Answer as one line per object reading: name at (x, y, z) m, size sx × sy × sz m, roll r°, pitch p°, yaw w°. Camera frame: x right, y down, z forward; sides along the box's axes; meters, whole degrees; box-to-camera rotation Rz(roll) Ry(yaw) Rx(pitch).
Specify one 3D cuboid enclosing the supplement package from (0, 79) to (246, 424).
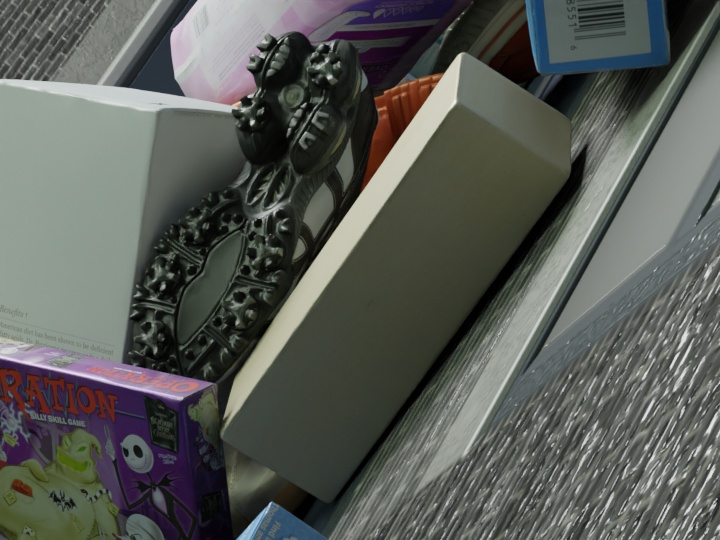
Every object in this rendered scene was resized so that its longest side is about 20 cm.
supplement package at (-0.125, 0.007, 1.481) m, size 0.117 × 0.117 × 0.200 m, roll 1°, pitch -80°, yaw -53°

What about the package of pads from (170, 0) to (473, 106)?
package of pads at (-0.006, -0.153, 1.518) m, size 0.120 × 0.076 × 0.200 m, roll -4°, pitch -25°, yaw -36°

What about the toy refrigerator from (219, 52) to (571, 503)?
toy refrigerator at (0.019, 0.005, 1.317) m, size 0.200 × 0.070 × 0.076 m, roll -55°, pitch 9°, yaw 20°

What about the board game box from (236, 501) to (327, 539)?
board game box at (-0.098, 0.209, 1.260) m, size 0.200 × 0.037 × 0.151 m, roll -51°, pitch 7°, yaw 45°

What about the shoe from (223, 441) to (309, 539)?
shoe at (-0.092, 0.155, 1.439) m, size 0.200 × 0.053 × 0.070 m, roll -53°, pitch 6°, yaw 20°

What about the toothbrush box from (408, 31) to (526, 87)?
toothbrush box at (0.019, -0.181, 1.717) m, size 0.085 × 0.200 × 0.146 m, roll -53°, pitch 5°, yaw 8°

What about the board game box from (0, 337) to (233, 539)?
board game box at (-0.145, 0.098, 1.398) m, size 0.032 × 0.200 × 0.120 m, roll -20°, pitch -68°, yaw -47°

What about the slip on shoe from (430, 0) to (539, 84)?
slip on shoe at (0.090, -0.128, 1.522) m, size 0.200 × 0.061 × 0.074 m, roll -45°, pitch 24°, yaw 48°

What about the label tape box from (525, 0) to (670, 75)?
label tape box at (0.101, -0.178, 1.310) m, size 0.200 × 0.063 × 0.144 m, roll -79°, pitch -17°, yaw -76°

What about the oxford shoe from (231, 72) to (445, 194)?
oxford shoe at (0.000, -0.063, 1.512) m, size 0.200 × 0.071 × 0.073 m, roll -4°, pitch 1°, yaw 30°

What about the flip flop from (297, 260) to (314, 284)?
flip flop at (0.000, 0.000, 1.528) m, size 0.200 × 0.058 × 0.081 m, roll -52°, pitch -35°, yaw -51°

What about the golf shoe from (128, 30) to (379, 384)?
golf shoe at (-0.042, -0.017, 1.420) m, size 0.200 × 0.078 × 0.094 m, roll -62°, pitch -28°, yaw -6°

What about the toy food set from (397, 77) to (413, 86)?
toy food set at (-0.005, -0.020, 1.684) m, size 0.144 × 0.060 × 0.200 m, roll -57°, pitch -8°, yaw -15°
